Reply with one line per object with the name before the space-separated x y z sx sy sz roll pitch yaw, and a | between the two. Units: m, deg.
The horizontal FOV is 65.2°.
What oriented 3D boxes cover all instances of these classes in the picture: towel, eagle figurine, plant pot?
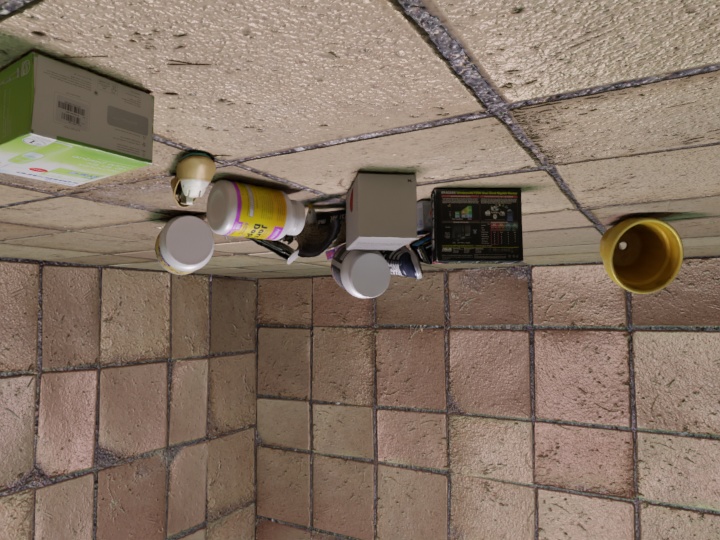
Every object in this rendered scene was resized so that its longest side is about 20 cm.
towel | -0.257 -0.085 1.501 0.188 0.035 0.200 29 -178 -10
eagle figurine | -0.103 -0.088 1.354 0.194 0.155 0.152 15 154 22
plant pot | 0.771 -0.056 1.591 0.193 0.209 0.189 -1 -168 4

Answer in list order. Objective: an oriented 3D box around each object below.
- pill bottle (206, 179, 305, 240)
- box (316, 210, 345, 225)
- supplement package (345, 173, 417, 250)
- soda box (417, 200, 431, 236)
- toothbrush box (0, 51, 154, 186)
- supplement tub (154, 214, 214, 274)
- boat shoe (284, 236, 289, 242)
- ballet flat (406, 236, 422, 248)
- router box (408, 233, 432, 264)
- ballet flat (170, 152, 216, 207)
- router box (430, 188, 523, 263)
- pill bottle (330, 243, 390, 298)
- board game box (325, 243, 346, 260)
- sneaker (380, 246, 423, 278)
pill bottle | -0.209 -0.119 1.159 0.196 0.109 0.102 4 174 -43
box | 0.000 -0.124 1.510 0.156 0.045 0.197 -3 175 34
supplement package | 0.037 -0.113 1.140 0.115 0.126 0.200 1 175 -9
soda box | 0.139 -0.123 1.394 0.066 0.066 0.199 -1 176 -20
toothbrush box | -0.362 -0.168 0.670 0.195 0.090 0.144 -2 175 35
supplement tub | -0.473 -0.068 1.515 0.141 0.152 0.199 2 175 -25
boat shoe | -0.212 -0.110 1.522 0.069 0.068 0.200 0 175 -9
ballet flat | 0.177 -0.085 1.590 0.193 0.070 0.068 -15 -172 -12
router box | 0.223 -0.083 1.348 0.195 0.052 0.149 -27 -173 -5
ballet flat | -0.296 -0.153 0.998 0.066 0.066 0.199 1 175 -24
router box | 0.248 -0.094 1.210 0.192 0.156 0.062 0 176 -3
pill bottle | 0.000 0.000 1.313 0.111 0.121 0.200 1 -173 -13
board game box | -0.015 -0.067 1.517 0.117 0.033 0.199 -25 -176 -20
sneaker | 0.082 -0.014 1.410 0.105 0.072 0.200 -20 -157 -8
